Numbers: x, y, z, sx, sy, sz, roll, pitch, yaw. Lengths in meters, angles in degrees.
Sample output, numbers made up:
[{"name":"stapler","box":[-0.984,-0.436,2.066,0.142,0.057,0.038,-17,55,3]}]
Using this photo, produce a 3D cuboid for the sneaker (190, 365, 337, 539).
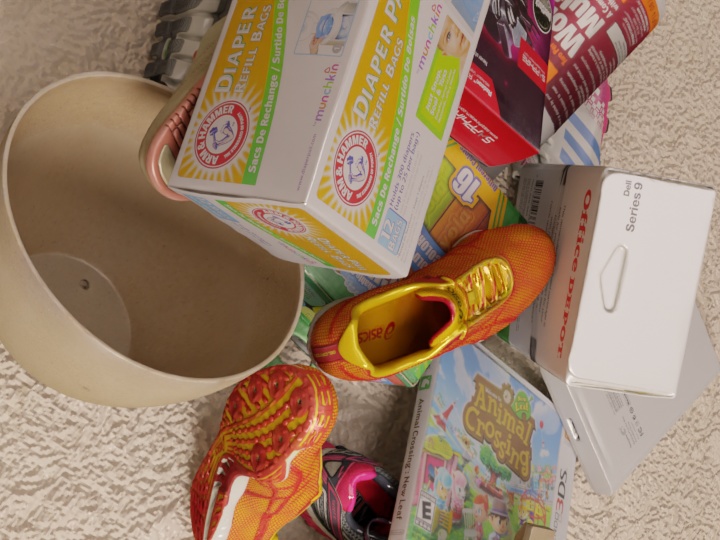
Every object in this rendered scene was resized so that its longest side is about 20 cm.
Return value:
[{"name":"sneaker","box":[-0.054,0.120,0.688,0.076,0.201,0.074,0,57,-27]}]

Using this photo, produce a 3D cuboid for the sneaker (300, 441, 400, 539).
[{"name":"sneaker","box":[0.028,0.213,0.798,0.200,0.074,0.081,46,67,-22]}]

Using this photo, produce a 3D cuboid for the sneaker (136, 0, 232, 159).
[{"name":"sneaker","box":[-0.086,-0.153,0.750,0.114,0.075,0.203,21,88,-34]}]

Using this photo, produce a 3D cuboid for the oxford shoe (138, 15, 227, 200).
[{"name":"oxford shoe","box":[-0.079,-0.113,0.658,0.200,0.073,0.072,-50,137,-37]}]

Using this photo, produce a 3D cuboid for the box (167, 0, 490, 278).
[{"name":"box","box":[-0.011,-0.112,0.600,0.112,0.100,0.203,32,72,-52]}]

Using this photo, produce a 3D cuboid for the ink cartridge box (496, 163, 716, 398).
[{"name":"ink cartridge box","box":[0.171,0.000,0.778,0.083,0.200,0.148,8,96,-7]}]

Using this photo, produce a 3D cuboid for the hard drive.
[{"name":"hard drive","box":[0.248,0.087,0.949,0.199,0.026,0.133,-35,106,-36]}]

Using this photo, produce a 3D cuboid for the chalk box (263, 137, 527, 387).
[{"name":"chalk box","box":[0.000,0.000,0.759,0.125,0.123,0.201,45,67,-21]}]

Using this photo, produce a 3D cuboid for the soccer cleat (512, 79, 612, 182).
[{"name":"soccer cleat","box":[0.167,-0.117,0.896,0.085,0.070,0.204,-5,91,-31]}]

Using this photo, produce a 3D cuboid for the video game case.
[{"name":"video game case","box":[0.106,0.164,0.830,0.199,0.022,0.184,38,53,-35]}]

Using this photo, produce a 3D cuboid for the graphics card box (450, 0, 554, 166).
[{"name":"graphics card box","box":[0.084,-0.190,0.721,0.125,0.050,0.203,29,62,-46]}]

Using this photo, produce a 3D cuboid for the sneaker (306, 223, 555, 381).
[{"name":"sneaker","box":[0.061,0.024,0.681,0.198,0.077,0.074,-27,100,-30]}]

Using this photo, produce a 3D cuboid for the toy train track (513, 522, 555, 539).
[{"name":"toy train track","box":[0.101,0.285,0.782,0.113,0.032,0.203,17,88,-28]}]

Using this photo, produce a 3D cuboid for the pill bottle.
[{"name":"pill bottle","box":[0.135,-0.168,0.829,0.200,0.110,0.110,-46,112,-2]}]

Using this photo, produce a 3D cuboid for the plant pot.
[{"name":"plant pot","box":[-0.151,0.002,0.646,0.199,0.134,0.203,26,46,-30]}]
